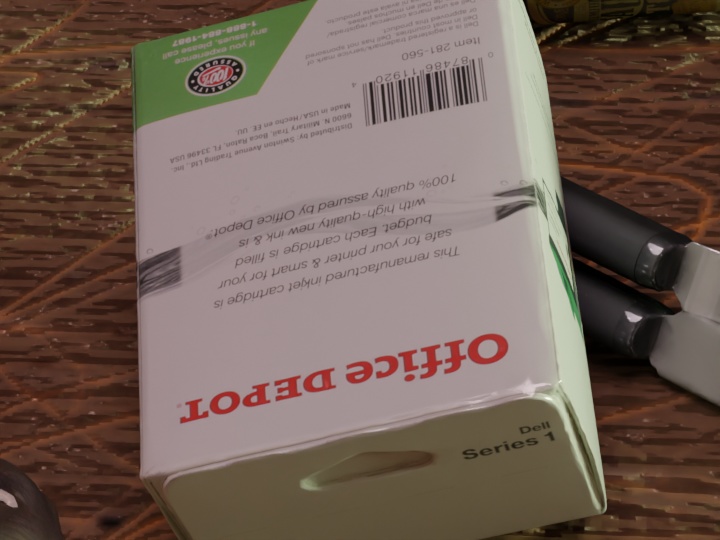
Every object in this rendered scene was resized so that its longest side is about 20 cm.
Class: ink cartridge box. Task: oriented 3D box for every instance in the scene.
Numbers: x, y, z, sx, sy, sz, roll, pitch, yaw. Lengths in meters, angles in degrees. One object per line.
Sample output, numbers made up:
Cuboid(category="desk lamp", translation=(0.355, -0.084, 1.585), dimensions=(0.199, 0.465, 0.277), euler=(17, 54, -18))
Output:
Cuboid(category="ink cartridge box", translation=(0.000, 0.000, 0.967), dimensions=(0.145, 0.084, 0.201), euler=(-13, 51, 10))

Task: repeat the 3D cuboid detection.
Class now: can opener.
Cuboid(category="can opener", translation=(0.107, 0.007, 1.021), dimensions=(0.199, 0.053, 0.066), euler=(26, 16, 30))

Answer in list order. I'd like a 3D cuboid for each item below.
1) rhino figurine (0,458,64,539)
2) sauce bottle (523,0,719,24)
Cuboid(category="rhino figurine", translation=(-0.127, 0.134, 0.888), dimensions=(0.087, 0.060, 0.200), euler=(-5, 43, -15))
Cuboid(category="sauce bottle", translation=(0.090, -0.136, 1.170), dimensions=(0.199, 0.066, 0.066), euler=(-6, 40, 4))
